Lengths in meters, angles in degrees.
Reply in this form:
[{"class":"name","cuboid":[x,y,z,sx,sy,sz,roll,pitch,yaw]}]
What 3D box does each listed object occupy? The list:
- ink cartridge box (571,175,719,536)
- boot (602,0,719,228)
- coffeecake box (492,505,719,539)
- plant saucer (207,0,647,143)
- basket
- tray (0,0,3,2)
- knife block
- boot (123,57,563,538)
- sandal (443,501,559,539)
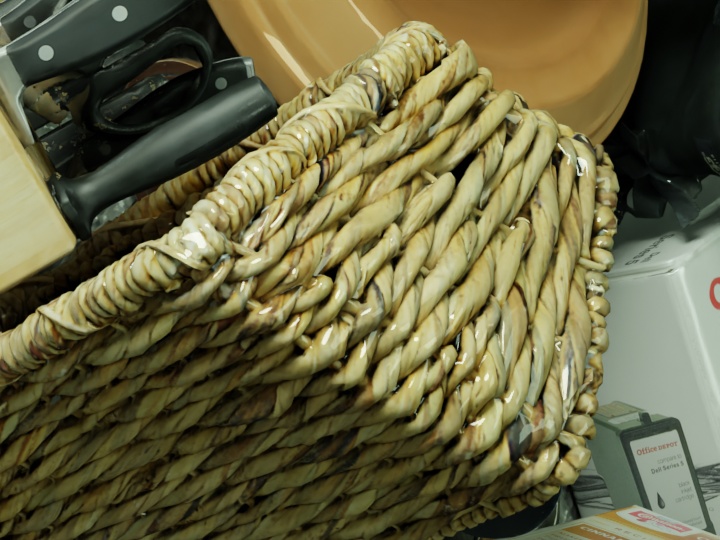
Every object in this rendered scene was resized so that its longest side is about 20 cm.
[{"class":"ink cartridge box","cuboid":[0.156,0.069,1.130,0.145,0.084,0.201,-32,108,-48]},{"class":"boot","cuboid":[0.152,-0.100,1.070,0.073,0.162,0.198,46,69,-23]},{"class":"coffeecake box","cuboid":[0.053,0.175,0.961,0.200,0.073,0.154,-7,110,-50]},{"class":"plant saucer","cuboid":[0.027,-0.123,0.961,0.200,0.037,0.201,16,63,-33]},{"class":"basket","cuboid":[-0.042,0.002,0.816,0.149,0.200,0.143,29,52,-28]},{"class":"tray","cuboid":[-0.101,-0.126,0.905,0.200,0.037,0.099,-36,110,-48]},{"class":"knife block","cuboid":[-0.118,-0.021,0.753,0.200,0.175,0.064,-42,108,-44]},{"class":"boot","cuboid":[0.000,0.000,0.971,0.200,0.075,0.097,48,23,-3]},{"class":"sandal","cuboid":[0.011,0.087,0.979,0.200,0.054,0.082,8,77,-48]}]
